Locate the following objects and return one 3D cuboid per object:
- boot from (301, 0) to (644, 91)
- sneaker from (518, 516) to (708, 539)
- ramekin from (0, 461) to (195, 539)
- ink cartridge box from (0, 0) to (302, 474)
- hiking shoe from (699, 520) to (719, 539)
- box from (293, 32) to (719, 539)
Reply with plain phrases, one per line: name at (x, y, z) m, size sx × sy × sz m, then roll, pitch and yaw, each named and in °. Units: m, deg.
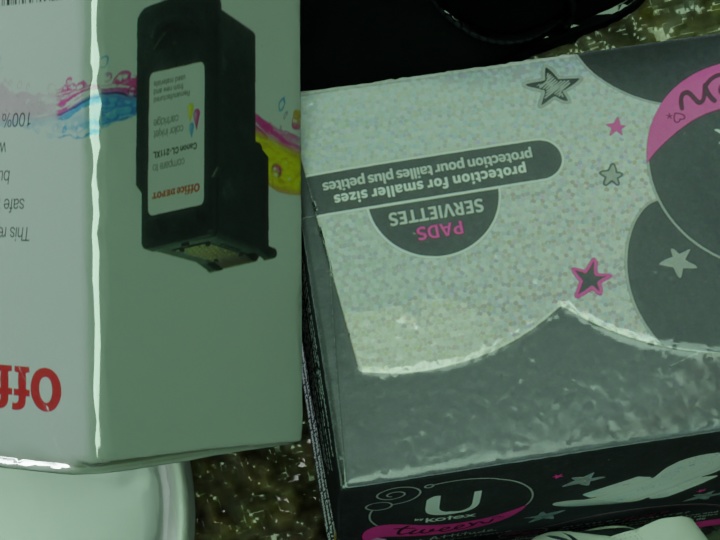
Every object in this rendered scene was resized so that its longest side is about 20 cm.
boot at (0.029, -0.104, 0.794) m, size 0.198 × 0.162 × 0.073 m, roll -24°, pitch 81°, yaw 0°
sneaker at (0.075, 0.153, 0.730) m, size 0.129 × 0.080 × 0.199 m, roll -18°, pitch 124°, yaw -15°
ramekin at (-0.154, 0.087, 0.811) m, size 0.200 × 0.105 × 0.201 m, roll 0°, pitch 83°, yaw 2°
ink cartridge box at (-0.094, -0.046, 0.684) m, size 0.146 × 0.083 × 0.200 m, roll 2°, pitch 93°, yaw 44°
hiking shoe at (0.089, 0.119, 0.801) m, size 0.101 × 0.076 × 0.200 m, roll 22°, pitch 91°, yaw 25°
box at (0.080, 0.008, 0.715) m, size 0.200 × 0.115 × 0.132 m, roll -8°, pitch 69°, yaw -5°
